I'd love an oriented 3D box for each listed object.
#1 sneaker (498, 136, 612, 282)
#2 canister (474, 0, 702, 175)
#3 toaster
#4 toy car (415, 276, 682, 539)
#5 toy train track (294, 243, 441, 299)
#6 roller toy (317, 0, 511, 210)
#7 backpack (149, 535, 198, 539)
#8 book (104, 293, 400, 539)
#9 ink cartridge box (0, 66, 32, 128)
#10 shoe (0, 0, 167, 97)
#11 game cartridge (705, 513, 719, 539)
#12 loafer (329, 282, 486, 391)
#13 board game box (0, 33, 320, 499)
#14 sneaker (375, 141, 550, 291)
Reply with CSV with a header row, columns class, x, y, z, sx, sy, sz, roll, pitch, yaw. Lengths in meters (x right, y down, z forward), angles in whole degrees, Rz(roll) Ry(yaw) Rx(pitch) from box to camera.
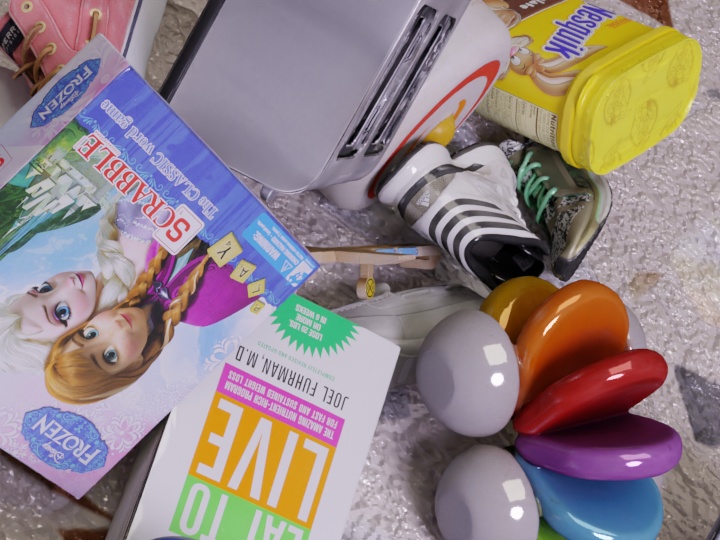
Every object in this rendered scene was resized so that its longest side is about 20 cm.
class,x,y,z,sx,sy,sz,roll,pitch,yaw
sneaker,0.148,-0.070,1.237,0.088,0.077,0.201,16,42,-8
canister,0.147,-0.165,1.233,0.199,0.087,0.148,29,44,34
toaster,-0.023,-0.145,0.947,0.118,0.201,0.181,31,10,6
toy car,0.142,0.102,1.012,0.174,0.150,0.202,-9,92,-37
toy train track,0.000,0.000,1.036,0.200,0.114,0.033,-6,99,-61
roller toy,0.014,-0.140,1.124,0.140,0.200,0.182,45,57,8
backpack,-0.087,0.227,0.773,0.199,0.191,0.155,26,46,-10
book,-0.064,0.112,0.940,0.133,0.048,0.201,26,65,-19
ink cartridge box,-0.168,-0.042,0.983,0.199,0.116,0.068,20,48,-19
shoe,-0.176,-0.114,0.906,0.090,0.072,0.201,21,43,-14
game cartridge,0.277,0.239,1.035,0.133,0.041,0.201,33,71,8
loafer,0.011,0.046,1.064,0.199,0.070,0.070,-3,43,-35
board game box,-0.148,0.007,0.839,0.041,0.199,0.200,46,0,43
sneaker,0.091,-0.030,1.127,0.115,0.076,0.200,49,19,14
